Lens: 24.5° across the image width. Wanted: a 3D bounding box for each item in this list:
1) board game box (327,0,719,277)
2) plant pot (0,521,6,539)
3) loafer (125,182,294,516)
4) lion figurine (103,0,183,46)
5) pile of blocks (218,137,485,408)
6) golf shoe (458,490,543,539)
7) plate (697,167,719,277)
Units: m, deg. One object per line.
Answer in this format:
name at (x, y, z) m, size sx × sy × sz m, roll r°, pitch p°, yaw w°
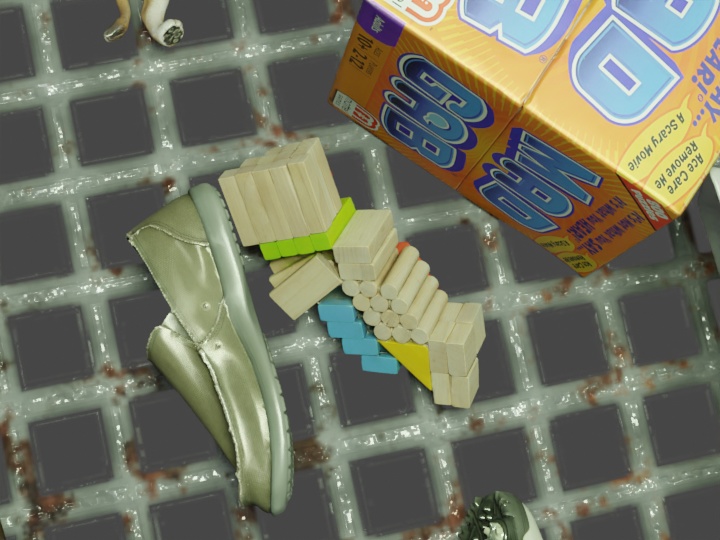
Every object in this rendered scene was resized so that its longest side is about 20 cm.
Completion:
board game box at (0.124, -0.147, 0.957) m, size 0.199 × 0.200 × 0.200 m, roll 34°, pitch 78°, yaw -1°
plant pot at (-0.280, 0.115, 0.887) m, size 0.187 × 0.187 × 0.200 m, roll -37°, pitch 102°, yaw -12°
loafer at (-0.088, 0.051, 0.968) m, size 0.069 × 0.075 × 0.201 m, roll -16°, pitch 74°, yaw -5°
lion figurine at (-0.102, -0.231, 1.004) m, size 0.200 × 0.073 × 0.123 m, roll -40°, pitch 54°, yaw -5°
pile of blocks at (0.000, 0.000, 0.996) m, size 0.200 × 0.082 × 0.062 m, roll 48°, pitch 34°, yaw -11°
golf shoe at (0.110, 0.225, 0.973) m, size 0.088 × 0.077 × 0.201 m, roll -8°, pitch 84°, yaw -29°
plate at (0.239, 0.041, 0.945) m, size 0.032 × 0.200 × 0.201 m, roll -19°, pitch 83°, yaw 9°
